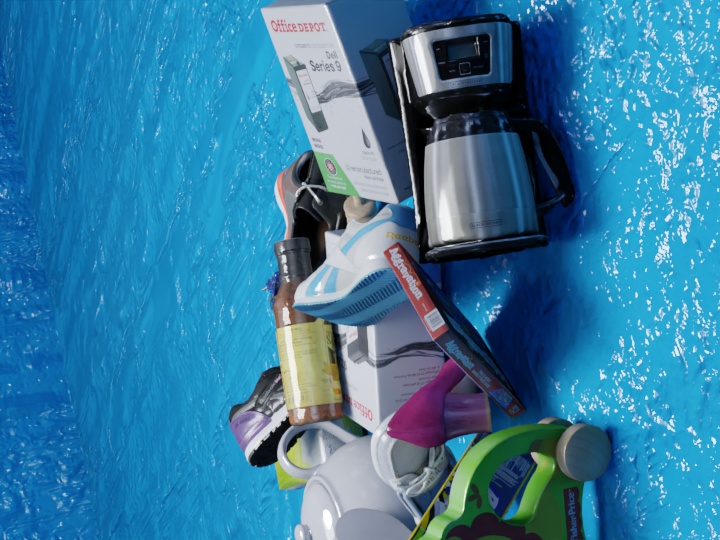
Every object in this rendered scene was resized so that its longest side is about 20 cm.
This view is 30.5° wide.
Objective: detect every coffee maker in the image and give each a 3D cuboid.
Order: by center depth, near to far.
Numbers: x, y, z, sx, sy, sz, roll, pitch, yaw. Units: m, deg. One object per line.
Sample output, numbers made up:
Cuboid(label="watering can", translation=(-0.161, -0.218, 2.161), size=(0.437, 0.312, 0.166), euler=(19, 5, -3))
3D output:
Cuboid(label="coffee maker", translation=(0.086, -0.111, 1.167), size=(0.192, 0.133, 0.202), euler=(168, 95, -67))

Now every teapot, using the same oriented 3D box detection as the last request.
Cuboid(label="teapot", translation=(-0.006, 0.278, 1.473), size=(0.200, 0.145, 0.200), euler=(-165, 70, -66))

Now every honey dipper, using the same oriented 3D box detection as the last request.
Cuboid(label="honey dipper", translation=(-0.009, -0.110, 1.421), size=(0.201, 0.038, 0.038), euler=(77, 168, -48))

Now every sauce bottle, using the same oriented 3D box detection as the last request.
Cuboid(label="sauce bottle", translation=(-0.061, 0.066, 1.438), size=(0.066, 0.065, 0.202), euler=(160, 103, -66))

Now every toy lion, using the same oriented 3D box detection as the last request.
Cuboid(label="toy lion", translation=(0.121, 0.236, 1.108), size=(0.069, 0.190, 0.202), euler=(-175, 80, -66))

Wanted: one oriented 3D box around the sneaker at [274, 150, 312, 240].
Cuboid(label="sneaker", translation=(-0.050, -0.058, 1.577), size=(0.082, 0.076, 0.201), euler=(-53, 50, 45))

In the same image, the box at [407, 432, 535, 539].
Cuboid(label="box", translation=(0.083, 0.241, 1.198), size=(0.064, 0.200, 0.070), euler=(33, 139, 9))

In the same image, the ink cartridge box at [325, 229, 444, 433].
Cuboid(label="ink cartridge box", translation=(0.026, 0.061, 1.409), size=(0.145, 0.083, 0.202), euler=(-159, 64, -68))

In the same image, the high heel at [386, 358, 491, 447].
Cuboid(label="high heel", translation=(0.067, 0.121, 1.265), size=(0.200, 0.095, 0.068), euler=(-115, 21, -86))

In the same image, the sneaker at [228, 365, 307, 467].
Cuboid(label="sneaker", translation=(-0.078, 0.134, 1.562), size=(0.088, 0.200, 0.076), euler=(52, -173, 33))

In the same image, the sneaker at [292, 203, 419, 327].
Cuboid(label="sneaker", translation=(0.000, 0.000, 1.283), size=(0.200, 0.076, 0.082), euler=(-28, 49, 55))

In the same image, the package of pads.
Cuboid(label="package of pads", translation=(-0.063, 0.195, 1.678), size=(0.200, 0.068, 0.156), euler=(141, 120, -64))

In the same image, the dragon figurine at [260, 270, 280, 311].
Cuboid(label="dragon figurine", translation=(-0.080, 0.055, 1.638), size=(0.200, 0.098, 0.059), euler=(114, 143, -59))

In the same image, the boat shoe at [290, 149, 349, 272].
Cuboid(label="boat shoe", translation=(-0.042, -0.076, 1.511), size=(0.071, 0.067, 0.202), euler=(3, 81, 37))

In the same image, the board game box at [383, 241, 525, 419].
Cuboid(label="board game box", translation=(0.087, 0.058, 1.189), size=(0.200, 0.019, 0.103), euler=(45, -166, -54))

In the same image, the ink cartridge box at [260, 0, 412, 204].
Cuboid(label="ink cartridge box", translation=(-0.002, -0.177, 1.270), size=(0.146, 0.084, 0.202), euler=(15, 130, 59))

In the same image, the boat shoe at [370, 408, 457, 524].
Cuboid(label="boat shoe", translation=(0.072, 0.213, 1.304), size=(0.065, 0.074, 0.203), euler=(33, 155, 48))

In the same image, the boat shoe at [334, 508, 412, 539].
Cuboid(label="boat shoe", translation=(0.057, 0.314, 1.348), size=(0.199, 0.069, 0.057), euler=(27, 147, 26))
